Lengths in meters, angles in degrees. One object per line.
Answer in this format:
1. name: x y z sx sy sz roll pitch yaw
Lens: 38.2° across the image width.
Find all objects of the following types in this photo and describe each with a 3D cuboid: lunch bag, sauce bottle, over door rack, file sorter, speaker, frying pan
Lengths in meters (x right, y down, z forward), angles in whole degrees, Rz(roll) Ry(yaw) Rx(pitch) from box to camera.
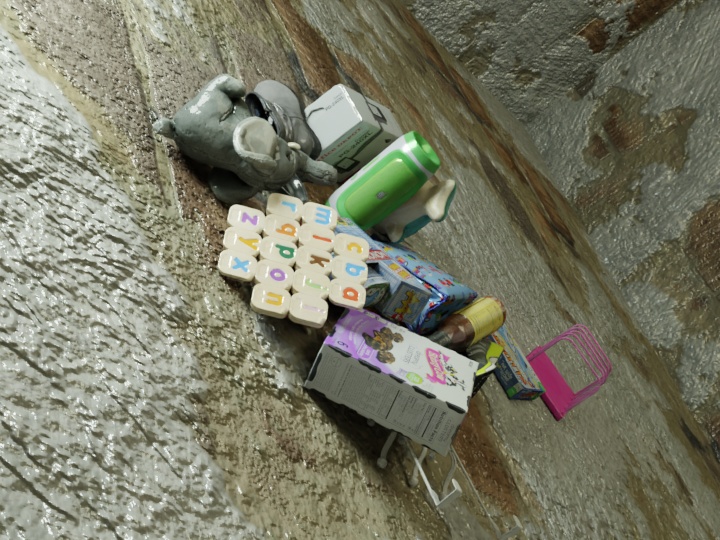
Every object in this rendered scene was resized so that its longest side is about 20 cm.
1. lunch bag: 0.083 0.006 1.779 0.200 0.094 0.150 47 19 19
2. sauce bottle: 0.169 0.101 1.747 0.199 0.066 0.066 -24 75 -43
3. over door rack: 0.098 0.268 1.342 0.147 0.067 0.200 35 6 -38
4. file sorter: 0.439 0.203 2.180 0.140 0.125 0.200 55 19 7
5. speaker: 0.035 -0.141 1.731 0.088 0.199 0.089 44 21 -21
6. frying pan: -0.121 -0.159 1.658 0.115 0.031 0.190 50 15 -10

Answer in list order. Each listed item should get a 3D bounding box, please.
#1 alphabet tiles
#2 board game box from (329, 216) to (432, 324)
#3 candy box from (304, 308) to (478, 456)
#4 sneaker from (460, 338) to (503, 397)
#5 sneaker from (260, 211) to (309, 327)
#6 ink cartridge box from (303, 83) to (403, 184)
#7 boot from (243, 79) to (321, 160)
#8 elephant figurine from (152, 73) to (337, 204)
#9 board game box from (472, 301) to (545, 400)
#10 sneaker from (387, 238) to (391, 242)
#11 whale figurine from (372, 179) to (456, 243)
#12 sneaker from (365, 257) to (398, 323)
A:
1. alphabet tiles: -0.085 -0.016 1.350 0.193 0.015 0.201 14 48 -10
2. board game box: 0.000 0.000 1.529 0.199 0.062 0.200 38 15 17
3. candy box: 0.046 0.136 1.351 0.198 0.072 0.168 25 19 3
4. sneaker: 0.188 0.158 1.789 0.081 0.074 0.200 37 17 5
5. sneaker: -0.094 -0.004 1.422 0.087 0.073 0.202 46 25 -49
6. ink cartridge box: -0.028 -0.235 1.832 0.084 0.145 0.200 61 20 17
7. boot: -0.147 -0.266 1.706 0.131 0.070 0.200 25 23 -53
8. elephant figurine: -0.152 -0.161 1.421 0.200 0.155 0.142 46 -4 8
9. board game box: 0.276 0.158 2.020 0.135 0.034 0.201 14 42 -61
10. sneaker: 0.029 -0.134 1.940 0.081 0.077 0.201 4 50 -25
11. whale figurine: 0.098 -0.113 1.801 0.103 0.161 0.199 32 -18 -36
12. sneaker: 0.026 0.001 1.653 0.078 0.077 0.201 20 36 -55
